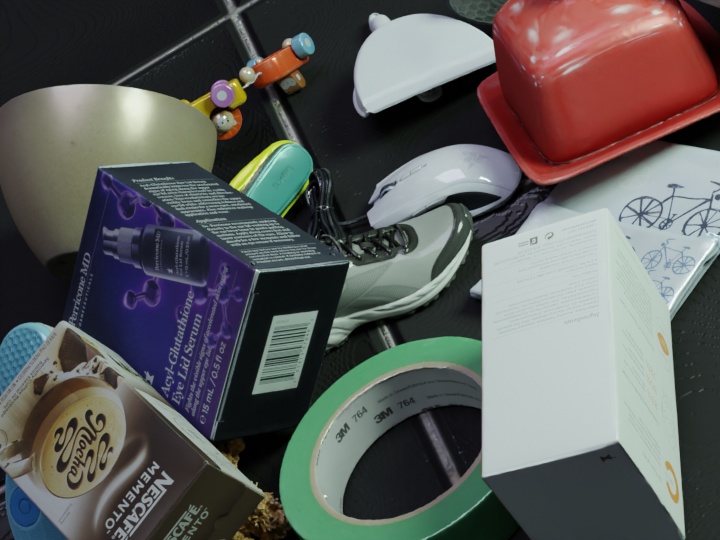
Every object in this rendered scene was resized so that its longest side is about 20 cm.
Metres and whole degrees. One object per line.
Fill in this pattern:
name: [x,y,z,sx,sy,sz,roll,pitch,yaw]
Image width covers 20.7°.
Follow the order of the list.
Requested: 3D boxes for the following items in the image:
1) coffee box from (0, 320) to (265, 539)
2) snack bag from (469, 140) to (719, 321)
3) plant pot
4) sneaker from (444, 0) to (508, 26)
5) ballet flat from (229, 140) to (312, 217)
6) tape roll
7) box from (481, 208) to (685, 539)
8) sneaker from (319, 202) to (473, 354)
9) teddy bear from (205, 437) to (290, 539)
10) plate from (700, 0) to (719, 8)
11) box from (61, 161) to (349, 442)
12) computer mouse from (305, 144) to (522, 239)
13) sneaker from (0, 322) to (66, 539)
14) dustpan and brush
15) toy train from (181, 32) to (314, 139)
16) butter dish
coffee box: [-0.179,0.141,1.438,0.200,0.080,0.113,37,89,39]
snack bag: [0.205,-0.033,1.522,0.189,0.021,0.200,17,59,46]
plant pot: [-0.229,-0.064,1.755,0.200,0.200,0.135,-10,68,27]
sneaker: [0.170,-0.304,1.786,0.202,0.077,0.146,-12,52,10]
ballet flat: [-0.115,-0.036,1.733,0.200,0.067,0.067,-50,19,-25]
tape roll: [0.039,0.138,1.432,0.200,0.048,0.200,-20,40,18]
box: [0.150,0.080,1.338,0.097,0.124,0.200,-17,45,22]
sneaker: [0.000,0.000,1.587,0.200,0.079,0.074,-29,36,4]
teddy bear: [-0.119,0.202,1.473,0.145,0.067,0.200,-43,44,3]
plate: [0.328,-0.243,1.569,0.200,0.032,0.200,25,39,23]
box: [-0.124,0.019,1.536,0.200,0.148,0.104,30,24,37]
computer mouse: [0.038,-0.068,1.662,0.200,0.044,0.110,-17,39,21]
sneaker: [-0.222,0.144,1.597,0.080,0.131,0.200,-10,79,31]
dustpan and brush: [0.041,-0.202,1.811,0.140,0.057,0.200,-23,43,-6]
toy train: [-0.134,-0.152,1.878,0.200,0.056,0.150,-25,10,27]
butter dish: [0.186,-0.190,1.587,0.199,0.148,0.200,-25,34,1]
